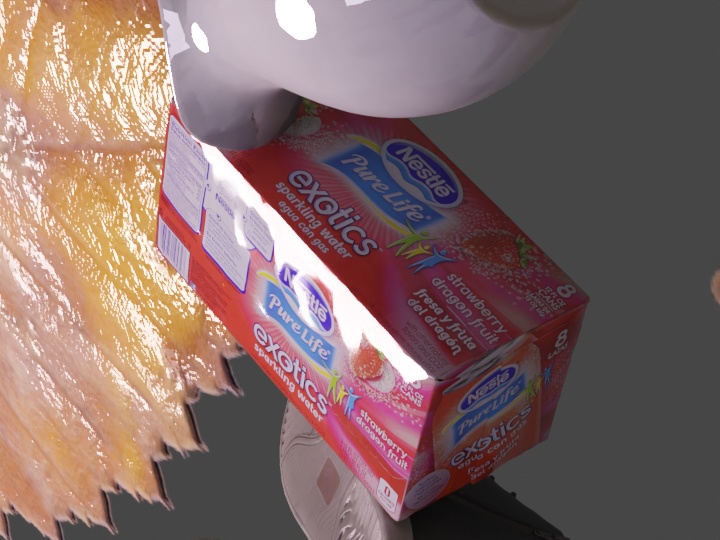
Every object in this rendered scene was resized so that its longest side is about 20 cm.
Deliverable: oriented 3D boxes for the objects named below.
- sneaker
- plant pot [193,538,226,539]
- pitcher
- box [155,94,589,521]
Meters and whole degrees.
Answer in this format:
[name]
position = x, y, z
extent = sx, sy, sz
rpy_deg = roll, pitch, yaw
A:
[sneaker]
position = 0.028, 0.106, 0.989
extent = 0.075, 0.105, 0.201
rpy_deg = -63, 26, 26
[plant pot]
position = -0.058, 0.230, 1.126
extent = 0.200, 0.185, 0.188
rpy_deg = -141, 37, -61
[pitcher]
position = -0.012, -0.141, 0.810
extent = 0.199, 0.121, 0.173
rpy_deg = -7, 110, 52
[box]
position = 0.000, 0.000, 0.926
extent = 0.200, 0.095, 0.100
rpy_deg = 46, 145, 29
